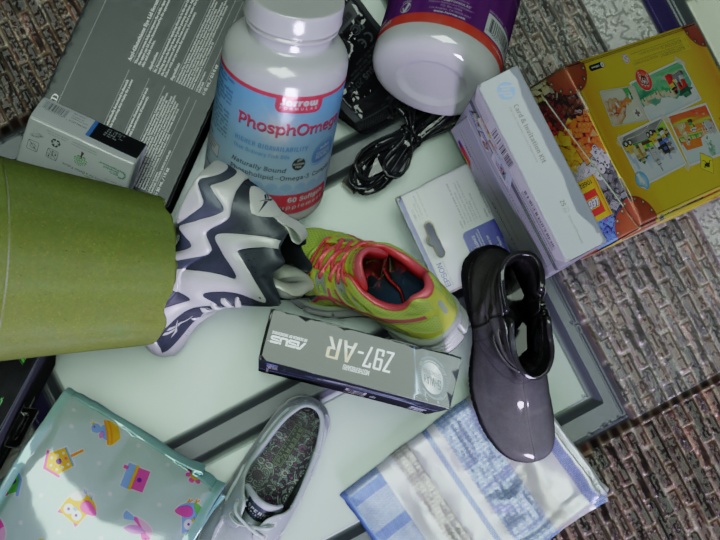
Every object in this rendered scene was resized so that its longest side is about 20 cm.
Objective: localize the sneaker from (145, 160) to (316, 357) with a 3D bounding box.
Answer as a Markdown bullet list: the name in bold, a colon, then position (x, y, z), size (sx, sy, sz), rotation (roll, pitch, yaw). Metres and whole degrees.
- **sneaker**: position (-0.105, 0.016, 1.618), size (0.129, 0.079, 0.200), rotation (30, 118, 8)

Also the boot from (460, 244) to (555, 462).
- **boot**: position (0.131, 0.079, 1.605), size (0.069, 0.132, 0.201), rotation (-17, 100, -8)

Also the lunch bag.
- **lunch bag**: position (-0.230, 0.220, 1.614), size (0.170, 0.122, 0.201), rotation (32, 89, 1)

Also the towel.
- **towel**: position (0.102, 0.197, 1.682), size (0.199, 0.024, 0.147), rotation (-35, 86, -6)

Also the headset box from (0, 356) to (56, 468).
- **headset box**: position (-0.368, 0.098, 1.602), size (0.199, 0.093, 0.175), rotation (25, 62, 2)

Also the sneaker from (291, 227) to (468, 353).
- **sneaker**: position (0.000, 0.000, 1.636), size (0.199, 0.090, 0.078), rotation (20, 68, 27)

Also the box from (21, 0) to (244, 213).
- **box**: position (-0.190, -0.169, 1.676), size (0.140, 0.079, 0.201), rotation (25, 84, -3)

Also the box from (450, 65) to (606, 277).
- **box**: position (0.134, -0.072, 1.568), size (0.041, 0.200, 0.157), rotation (-26, 86, -7)

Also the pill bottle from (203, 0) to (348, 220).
- **pill bottle**: position (-0.069, -0.148, 1.615), size (0.108, 0.109, 0.201), rotation (11, 127, -2)

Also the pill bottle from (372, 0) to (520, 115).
- **pill bottle**: position (0.084, -0.243, 1.663), size (0.112, 0.113, 0.201), rotation (17, 61, -1)

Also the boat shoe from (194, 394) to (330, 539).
- **boat shoe**: position (-0.089, 0.197, 1.647), size (0.070, 0.072, 0.202), rotation (28, 84, 0)

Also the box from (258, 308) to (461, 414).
- **box**: position (-0.005, 0.078, 1.599), size (0.159, 0.200, 0.044), rotation (15, 84, -2)

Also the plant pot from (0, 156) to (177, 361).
- **plant pot**: position (-0.252, -0.006, 1.530), size (0.189, 0.200, 0.202), rotation (4, 84, -21)

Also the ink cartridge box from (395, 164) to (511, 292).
- **ink cartridge box**: position (0.138, -0.060, 1.694), size (0.199, 0.039, 0.100), rotation (-24, 86, -6)

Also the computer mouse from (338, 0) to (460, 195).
- **computer mouse**: position (-0.012, -0.178, 1.703), size (0.138, 0.053, 0.200), rotation (-42, 100, -8)

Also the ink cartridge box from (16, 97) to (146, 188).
- **ink cartridge box**: position (-0.257, -0.045, 1.641), size (0.099, 0.039, 0.201), rotation (24, 126, -2)

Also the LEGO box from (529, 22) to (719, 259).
- **LEGO box**: position (0.241, -0.114, 1.641), size (0.199, 0.077, 0.150), rotation (-21, 84, -43)
